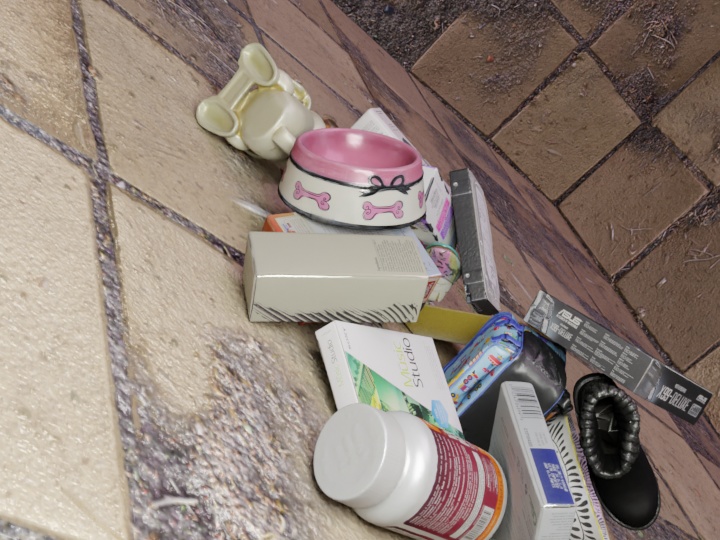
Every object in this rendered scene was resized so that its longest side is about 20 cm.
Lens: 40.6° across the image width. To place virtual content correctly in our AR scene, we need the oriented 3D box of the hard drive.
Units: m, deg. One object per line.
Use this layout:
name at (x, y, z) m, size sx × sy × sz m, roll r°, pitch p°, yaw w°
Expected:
hard drive at (0.177, -0.040, 1.491) m, size 0.140 × 0.037 × 0.204 m, roll 36°, pitch 47°, yaw -69°

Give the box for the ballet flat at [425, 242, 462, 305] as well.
ballet flat at (0.113, 0.017, 1.496) m, size 0.068 × 0.072 × 0.200 m, roll 23°, pitch -13°, yaw 2°

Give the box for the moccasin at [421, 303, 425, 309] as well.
moccasin at (0.001, -0.002, 1.338) m, size 0.199 × 0.075 × 0.078 m, roll 18°, pitch 5°, yaw -25°

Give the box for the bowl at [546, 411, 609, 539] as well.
bowl at (0.252, 0.284, 1.255) m, size 0.201 × 0.093 × 0.204 m, roll -18°, pitch 90°, yaw -79°

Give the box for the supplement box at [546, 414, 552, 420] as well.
supplement box at (0.252, 0.231, 1.468) m, size 0.201 × 0.069 × 0.067 m, roll 50°, pitch 16°, yaw 1°

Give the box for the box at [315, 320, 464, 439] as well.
box at (0.038, 0.138, 1.112) m, size 0.198 × 0.036 × 0.146 m, roll 13°, pitch 53°, yaw -51°

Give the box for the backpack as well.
backpack at (0.186, 0.145, 1.288) m, size 0.134 × 0.183 × 0.200 m, roll 41°, pitch 23°, yaw -3°

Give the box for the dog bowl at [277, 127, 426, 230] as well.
dog bowl at (-0.006, -0.124, 1.254) m, size 0.196 × 0.075 × 0.201 m, roll 7°, pitch 25°, yaw -3°

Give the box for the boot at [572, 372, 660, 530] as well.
boot at (0.310, 0.230, 1.168) m, size 0.158 × 0.078 × 0.214 m, roll -32°, pitch 99°, yaw -84°

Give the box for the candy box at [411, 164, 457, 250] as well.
candy box at (0.054, -0.099, 1.480) m, size 0.165 × 0.073 × 0.200 m, roll 16°, pitch -15°, yaw 24°

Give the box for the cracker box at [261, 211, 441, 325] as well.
cracker box at (-0.014, -0.013, 1.221) m, size 0.197 × 0.058 × 0.135 m, roll -9°, pitch 52°, yaw -33°

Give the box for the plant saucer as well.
plant saucer at (0.172, 0.091, 1.473) m, size 0.197 × 0.049 × 0.199 m, roll 9°, pitch -3°, yaw 30°

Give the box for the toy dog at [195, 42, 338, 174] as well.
toy dog at (-0.105, -0.209, 1.418) m, size 0.193 × 0.141 × 0.200 m, roll 33°, pitch 1°, yaw 28°

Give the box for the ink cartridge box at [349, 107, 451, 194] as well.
ink cartridge box at (0.041, -0.152, 1.654) m, size 0.200 × 0.145 × 0.084 m, roll 48°, pitch 16°, yaw 2°

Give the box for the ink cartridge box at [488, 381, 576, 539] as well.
ink cartridge box at (0.167, 0.255, 1.013) m, size 0.042 × 0.203 × 0.197 m, roll 1°, pitch 29°, yaw -5°

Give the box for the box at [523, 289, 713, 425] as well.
box at (0.322, 0.108, 1.230) m, size 0.157 × 0.050 × 0.199 m, roll 27°, pitch 6°, yaw -40°

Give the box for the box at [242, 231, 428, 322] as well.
box at (-0.029, 0.008, 1.088) m, size 0.196 × 0.069 × 0.083 m, roll 2°, pitch 38°, yaw -15°

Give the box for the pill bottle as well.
pill bottle at (0.051, 0.204, 0.961) m, size 0.199 × 0.109 × 0.110 m, roll 32°, pitch 22°, yaw -42°
